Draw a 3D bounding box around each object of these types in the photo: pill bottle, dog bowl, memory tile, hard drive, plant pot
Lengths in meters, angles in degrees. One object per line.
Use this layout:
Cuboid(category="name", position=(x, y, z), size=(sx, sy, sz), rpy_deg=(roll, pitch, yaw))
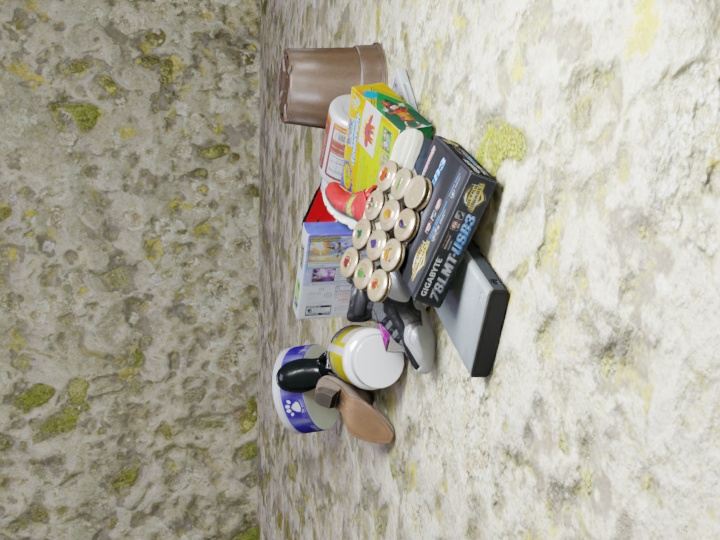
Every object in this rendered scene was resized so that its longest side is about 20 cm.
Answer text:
Cuboid(category="pill bottle", position=(-0.022, -0.233, 1.724), size=(0.113, 0.111, 0.201), rpy_deg=(-103, 20, -44))
Cuboid(category="dog bowl", position=(-0.123, 0.275, 2.038), size=(0.200, 0.078, 0.203), rpy_deg=(39, -135, -54))
Cuboid(category="memory tile", position=(0.035, -0.062, 1.336), size=(0.153, 0.017, 0.202), rpy_deg=(39, 109, 56))
Cuboid(category="hard drive", position=(0.153, 0.038, 1.263), size=(0.201, 0.032, 0.141), rpy_deg=(-113, 27, -59))
Cuboid(category="pill bottle", position=(0.010, 0.165, 1.663), size=(0.200, 0.113, 0.116), rpy_deg=(179, 92, -76))
Cuboid(category="plant pot", position=(-0.065, -0.376, 1.820), size=(0.200, 0.195, 0.203), rpy_deg=(180, 90, -76))

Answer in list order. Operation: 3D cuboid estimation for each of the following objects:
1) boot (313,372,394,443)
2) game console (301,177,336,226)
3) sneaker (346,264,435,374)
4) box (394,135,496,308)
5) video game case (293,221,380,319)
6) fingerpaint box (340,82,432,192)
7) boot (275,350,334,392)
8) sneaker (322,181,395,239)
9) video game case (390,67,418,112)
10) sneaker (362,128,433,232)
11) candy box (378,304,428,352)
Cuboid(category="boot", position=(-0.002, 0.266, 1.743), size=(0.071, 0.199, 0.146), rpy_deg=(-63, -15, 12))
Cuboid(category="game console", position=(-0.036, -0.157, 1.913), size=(0.171, 0.118, 0.202), rpy_deg=(1, 63, 47))
Cuboid(category="sneaker", position=(0.046, 0.080, 1.422), size=(0.076, 0.113, 0.202), rpy_deg=(-47, -60, -57))
Cuboid(category="box", position=(0.114, -0.076, 1.283), size=(0.199, 0.049, 0.202), rpy_deg=(-113, 43, -64))
Cuboid(category="video game case", position=(-0.016, -0.002, 1.595), size=(0.046, 0.197, 0.183), rpy_deg=(-118, 31, -51))
Cuboid(category="fingerpaint box", position=(0.042, -0.200, 1.540), size=(0.167, 0.073, 0.202), rpy_deg=(49, 142, 42))
Cuboid(category="boot", position=(-0.081, 0.210, 1.873), size=(0.163, 0.195, 0.074), rpy_deg=(114, 152, -72))
Cuboid(category="sneaker", position=(0.008, -0.113, 1.511), size=(0.200, 0.076, 0.086), rpy_deg=(42, 118, 43))
Cuboid(category="video game case", position=(0.069, -0.240, 1.634), size=(0.201, 0.023, 0.184), rpy_deg=(107, 159, -46))
Cuboid(category="sneaker", position=(0.073, -0.121, 1.407), size=(0.075, 0.084, 0.202), rpy_deg=(27, 92, 57))
Cuboid(category="candy box", position=(0.075, 0.024, 1.517), size=(0.137, 0.060, 0.202), rpy_deg=(-105, 22, -49))
